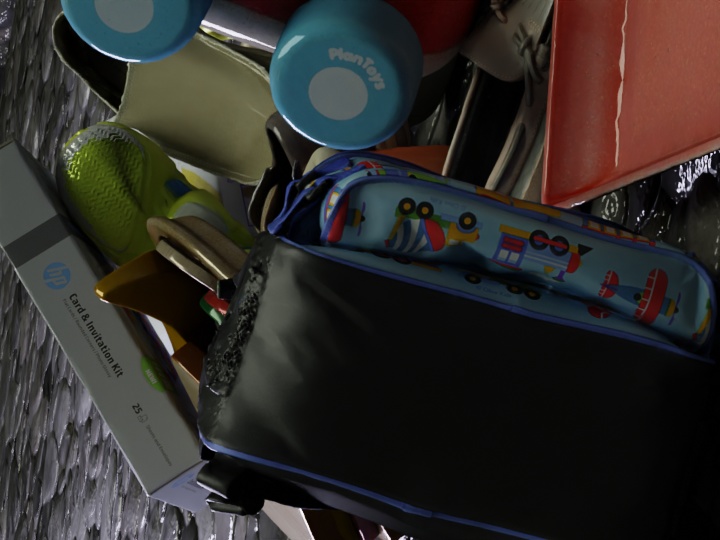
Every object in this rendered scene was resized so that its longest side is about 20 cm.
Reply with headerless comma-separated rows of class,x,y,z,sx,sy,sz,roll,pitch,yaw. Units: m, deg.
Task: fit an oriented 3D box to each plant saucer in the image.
plant saucer,0.122,-0.128,0.892,0.200,0.037,0.200,155,120,-74

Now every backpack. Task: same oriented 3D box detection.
backpack,0.033,0.033,0.909,0.200,0.183,0.135,-125,51,-85

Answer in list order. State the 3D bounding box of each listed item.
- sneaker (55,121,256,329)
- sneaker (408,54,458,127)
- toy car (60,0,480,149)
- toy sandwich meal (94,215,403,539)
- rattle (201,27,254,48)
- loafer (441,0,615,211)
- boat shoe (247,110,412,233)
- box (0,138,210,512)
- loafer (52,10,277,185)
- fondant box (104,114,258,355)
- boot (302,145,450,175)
sneaker,-0.085,0.000,1.319,0.200,0.076,0.105,53,-179,-3
sneaker,0.035,-0.155,1.169,0.092,0.076,0.200,-132,43,-54
toy car,-0.011,-0.191,1.002,0.184,0.177,0.200,-71,4,-56
toy sandwich meal,-0.051,0.058,1.181,0.070,0.205,0.205,-44,12,-9
rattle,-0.101,-0.096,1.502,0.130,0.143,0.200,-109,29,-67
loafer,0.066,-0.072,1.022,0.072,0.063,0.200,-136,54,-71
boat shoe,-0.021,-0.032,1.223,0.075,0.073,0.200,57,162,33
box,-0.138,0.034,1.317,0.200,0.041,0.156,59,179,10
loafer,-0.097,-0.095,1.312,0.200,0.068,0.076,30,115,38
fondant box,-0.086,-0.007,1.418,0.144,0.058,0.200,-21,80,58
boot,0.000,0.000,1.159,0.200,0.107,0.075,115,153,-56
